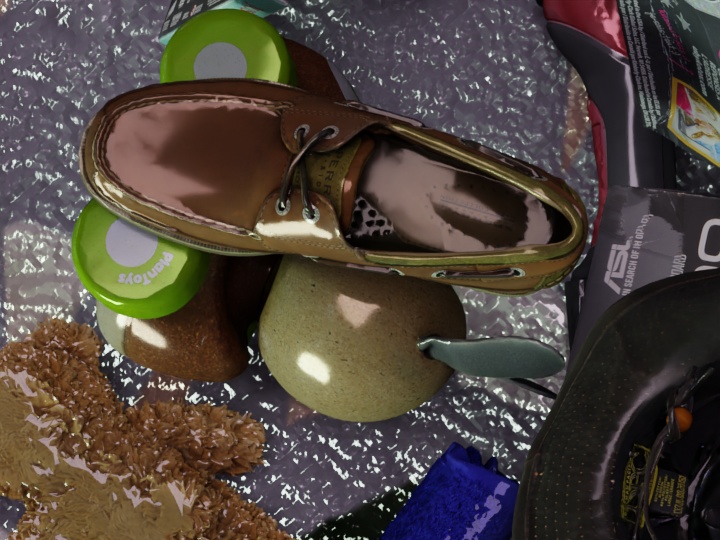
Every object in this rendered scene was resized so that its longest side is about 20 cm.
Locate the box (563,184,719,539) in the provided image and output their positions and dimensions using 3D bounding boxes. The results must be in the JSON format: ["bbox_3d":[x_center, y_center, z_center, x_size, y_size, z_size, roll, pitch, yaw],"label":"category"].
[{"bbox_3d":[0.158,0.073,0.827,0.158,0.050,0.200,9,77,25],"label":"box"}]

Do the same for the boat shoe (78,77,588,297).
[{"bbox_3d":[-0.010,-0.037,0.792,0.200,0.068,0.072,8,86,-3],"label":"boat shoe"}]

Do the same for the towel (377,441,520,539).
[{"bbox_3d":[0.000,0.161,0.874,0.050,0.148,0.200,34,87,6],"label":"towel"}]

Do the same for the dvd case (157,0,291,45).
[{"bbox_3d":[-0.030,-0.200,0.927,0.022,0.146,0.200,22,79,-19],"label":"dvd case"}]

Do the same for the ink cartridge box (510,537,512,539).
[{"bbox_3d":[0.099,0.230,0.887,0.145,0.088,0.200,20,83,7],"label":"ink cartridge box"}]

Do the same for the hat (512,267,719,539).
[{"bbox_3d":[0.159,0.088,0.749,0.200,0.081,0.201,-18,57,30],"label":"hat"}]

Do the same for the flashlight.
[{"bbox_3d":[0.116,-0.057,0.952,0.068,0.068,0.200,-1,85,8],"label":"flashlight"}]

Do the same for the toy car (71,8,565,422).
[{"bbox_3d":[0.000,0.000,0.894,0.200,0.164,0.158,25,83,10],"label":"toy car"}]

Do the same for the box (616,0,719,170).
[{"bbox_3d":[0.205,-0.136,0.800,0.115,0.132,0.200,33,73,29],"label":"box"}]

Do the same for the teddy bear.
[{"bbox_3d":[-0.103,0.115,0.944,0.200,0.067,0.145,26,92,2],"label":"teddy bear"}]
